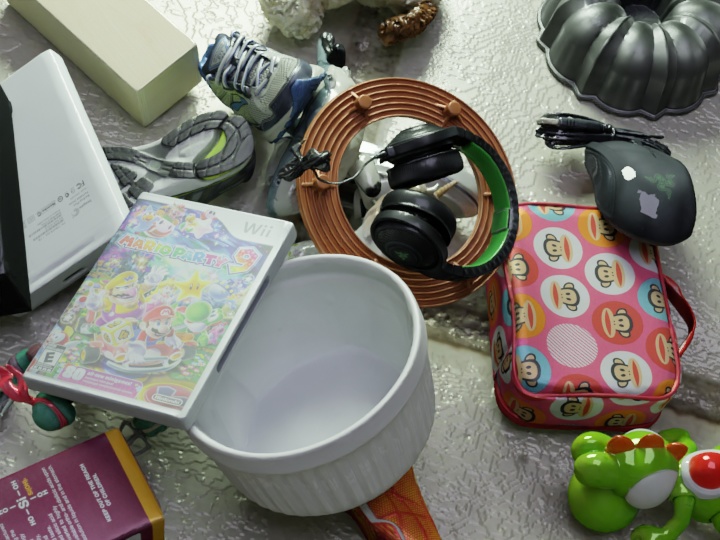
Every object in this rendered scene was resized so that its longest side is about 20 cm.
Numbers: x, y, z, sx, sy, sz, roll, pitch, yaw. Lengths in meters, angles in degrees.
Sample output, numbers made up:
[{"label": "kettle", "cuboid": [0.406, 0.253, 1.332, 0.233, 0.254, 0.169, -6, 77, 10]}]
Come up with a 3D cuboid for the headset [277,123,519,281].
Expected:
[{"label": "headset", "cuboid": [0.036, -0.060, 1.232, 0.200, 0.094, 0.124, 17, 70, -33]}]

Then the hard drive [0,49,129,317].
[{"label": "hard drive", "cuboid": [-0.282, -0.077, 1.327, 0.132, 0.027, 0.200, -33, 64, 12]}]

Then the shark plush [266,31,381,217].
[{"label": "shark plush", "cuboid": [-0.044, -0.140, 1.346, 0.083, 0.091, 0.200, -21, 58, 29]}]

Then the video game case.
[{"label": "video game case", "cuboid": [-0.153, 0.026, 1.193, 0.143, 0.018, 0.200, 12, 52, 21]}]

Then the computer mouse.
[{"label": "computer mouse", "cuboid": [0.243, -0.093, 1.369, 0.138, 0.053, 0.200, 8, 30, -14]}]

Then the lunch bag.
[{"label": "lunch bag", "cuboid": [0.200, 0.038, 1.321, 0.176, 0.082, 0.200, 2, 58, -6]}]

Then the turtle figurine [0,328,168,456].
[{"label": "turtle figurine", "cuboid": [-0.217, 0.080, 1.239, 0.149, 0.101, 0.200, 26, 54, 9]}]

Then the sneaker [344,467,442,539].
[{"label": "sneaker", "cuboid": [0.026, 0.181, 1.217, 0.077, 0.073, 0.200, -33, 68, -20]}]

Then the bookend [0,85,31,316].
[{"label": "bookend", "cuboid": [-0.386, -0.055, 1.264, 0.198, 0.092, 0.201, -9, 69, -1]}]

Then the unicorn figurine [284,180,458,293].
[{"label": "unicorn figurine", "cuboid": [0.000, 0.000, 1.294, 0.199, 0.074, 0.138, -8, 87, -6]}]

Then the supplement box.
[{"label": "supplement box", "cuboid": [-0.252, 0.212, 1.141, 0.200, 0.110, 0.086, -23, 64, -20]}]

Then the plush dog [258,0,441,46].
[{"label": "plush dog", "cuboid": [0.013, -0.314, 1.490, 0.171, 0.160, 0.200, 23, 57, -24]}]

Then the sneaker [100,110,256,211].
[{"label": "sneaker", "cuboid": [-0.180, -0.073, 1.350, 0.199, 0.081, 0.074, -15, 67, 6]}]

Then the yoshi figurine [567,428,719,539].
[{"label": "yoshi figurine", "cuboid": [0.253, 0.182, 1.251, 0.199, 0.112, 0.112, 15, 98, -14]}]

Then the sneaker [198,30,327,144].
[{"label": "sneaker", "cuboid": [-0.098, -0.167, 1.344, 0.085, 0.200, 0.077, 36, 83, -21]}]

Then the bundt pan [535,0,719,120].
[{"label": "bundt pan", "cuboid": [0.278, -0.251, 1.511, 0.201, 0.076, 0.202, 4, 58, -6]}]

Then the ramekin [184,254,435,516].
[{"label": "ramekin", "cuboid": [-0.036, 0.095, 1.180, 0.200, 0.105, 0.200, -12, 44, 11]}]

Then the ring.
[{"label": "ring", "cuboid": [0.043, -0.068, 1.272, 0.200, 0.019, 0.201, 6, 74, -22]}]

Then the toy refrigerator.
[{"label": "toy refrigerator", "cuboid": [-0.245, -0.231, 1.438, 0.200, 0.070, 0.076, 41, 70, 18]}]

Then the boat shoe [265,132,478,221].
[{"label": "boat shoe", "cuboid": [0.012, -0.075, 1.374, 0.200, 0.072, 0.066, 19, 63, 5]}]
